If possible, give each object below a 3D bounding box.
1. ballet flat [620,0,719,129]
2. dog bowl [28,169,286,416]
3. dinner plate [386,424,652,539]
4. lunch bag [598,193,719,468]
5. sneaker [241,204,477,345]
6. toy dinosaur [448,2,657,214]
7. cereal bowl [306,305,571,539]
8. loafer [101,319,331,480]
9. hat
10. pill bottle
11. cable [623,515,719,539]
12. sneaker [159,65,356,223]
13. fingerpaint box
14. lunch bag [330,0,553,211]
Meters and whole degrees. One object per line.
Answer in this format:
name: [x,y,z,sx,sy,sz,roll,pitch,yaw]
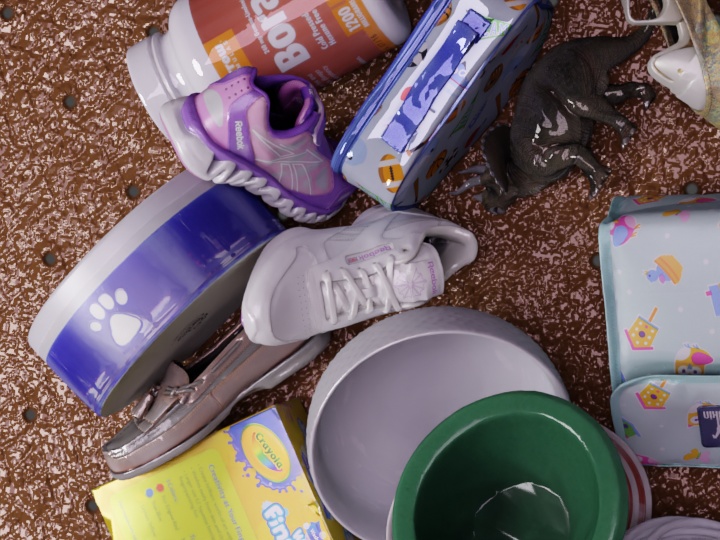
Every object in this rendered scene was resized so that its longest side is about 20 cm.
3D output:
ballet flat: [0.230,-0.177,1.694,0.070,0.071,0.201,-20,90,13]
dog bowl: [-0.148,0.013,1.730,0.200,0.200,0.079,-45,84,11]
dinner plate: [0.116,0.182,1.713,0.198,0.024,0.201,-4,120,-6]
lunch bag: [0.261,0.048,1.676,0.169,0.122,0.202,-1,101,12]
sneaker: [0.000,0.000,1.693,0.099,0.199,0.075,13,121,46]
toy dinosaur: [0.153,-0.117,1.718,0.102,0.077,0.201,30,101,4]
cereal bowl: [0.055,0.109,1.723,0.198,0.083,0.201,-3,119,-6]
loafer: [-0.118,0.079,1.769,0.199,0.072,0.063,-34,111,-8]
hat: [0.123,0.195,1.682,0.199,0.176,0.166,-32,64,12]
pill bottle: [-0.071,-0.177,1.751,0.199,0.112,0.113,-28,85,13]
cable: [0.246,0.269,1.648,0.199,0.201,0.069,16,133,-14]
sneaker: [-0.053,-0.098,1.706,0.088,0.200,0.081,-40,59,21]
fingerpaint box: [-0.087,0.223,1.786,0.166,0.073,0.201,-26,86,14]
lunch bag: [0.061,-0.139,1.696,0.075,0.160,0.201,35,100,10]
